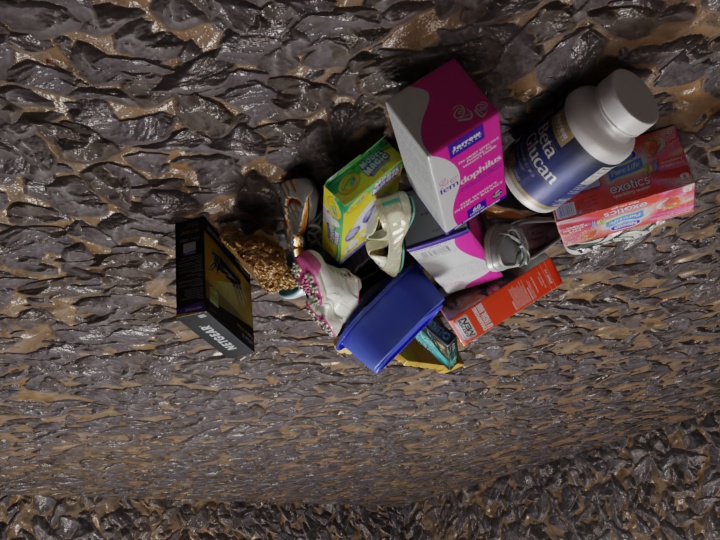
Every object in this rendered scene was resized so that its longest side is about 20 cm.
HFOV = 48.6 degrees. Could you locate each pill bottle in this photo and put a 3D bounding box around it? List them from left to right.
[{"bbox_3d":[0.287,-0.171,1.050,0.110,0.112,0.200,9,150,-30],"label":"pill bottle"}]

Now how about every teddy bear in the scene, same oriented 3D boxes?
[{"bbox_3d":[-0.152,-0.021,1.243,0.067,0.145,0.200,-46,159,-10],"label":"teddy bear"}]

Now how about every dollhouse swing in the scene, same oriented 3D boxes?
[{"bbox_3d":[0.066,0.179,1.661,0.198,0.183,0.176,12,128,-36],"label":"dollhouse swing"}]

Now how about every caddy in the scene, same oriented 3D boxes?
[{"bbox_3d":[0.045,0.071,1.295,0.200,0.105,0.141,-45,168,-6],"label":"caddy"}]

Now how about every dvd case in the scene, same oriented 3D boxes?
[{"bbox_3d":[0.000,0.000,1.284,0.199,0.016,0.149,-34,143,-10],"label":"dvd case"}]

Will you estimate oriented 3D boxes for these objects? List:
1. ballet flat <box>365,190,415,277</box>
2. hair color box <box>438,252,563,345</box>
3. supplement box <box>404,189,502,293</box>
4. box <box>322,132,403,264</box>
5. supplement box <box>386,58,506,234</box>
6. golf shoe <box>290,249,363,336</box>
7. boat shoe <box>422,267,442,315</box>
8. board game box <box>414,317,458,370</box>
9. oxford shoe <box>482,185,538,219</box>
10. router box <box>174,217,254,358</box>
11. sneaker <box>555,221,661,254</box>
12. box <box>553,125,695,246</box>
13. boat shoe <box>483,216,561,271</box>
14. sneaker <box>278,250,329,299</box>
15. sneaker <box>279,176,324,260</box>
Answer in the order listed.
[{"bbox_3d":[0.034,-0.051,1.170,0.062,0.068,0.201,-12,151,-12],"label":"ballet flat"},{"bbox_3d":[0.231,0.031,1.370,0.199,0.111,0.064,-34,116,2],"label":"hair color box"},{"bbox_3d":[0.146,-0.052,1.266,0.100,0.105,0.200,-17,151,18],"label":"supplement box"},{"bbox_3d":[0.002,-0.101,1.128,0.117,0.048,0.201,-40,161,-19],"label":"box"},{"bbox_3d":[0.113,-0.151,1.009,0.101,0.104,0.200,-32,152,-2],"label":"supplement box"},{"bbox_3d":[-0.046,0.018,1.197,0.091,0.075,0.201,-40,152,-15],"label":"golf shoe"},{"bbox_3d":[0.122,0.022,1.454,0.073,0.067,0.201,-17,150,1],"label":"boat shoe"},{"bbox_3d":[0.098,0.090,1.467,0.028,0.200,0.136,-44,156,-12],"label":"board game box"},{"bbox_3d":[0.192,-0.110,1.200,0.071,0.072,0.199,-23,152,37],"label":"oxford shoe"},{"bbox_3d":[-0.230,0.033,1.273,0.052,0.159,0.200,-12,155,10],"label":"router box"},{"bbox_3d":[0.410,-0.084,1.315,0.199,0.067,0.090,-23,153,34],"label":"sneaker"},{"bbox_3d":[0.383,-0.123,1.189,0.198,0.104,0.095,-17,154,15],"label":"box"},{"bbox_3d":[0.260,-0.048,1.267,0.064,0.075,0.201,-8,-174,41],"label":"boat shoe"},{"bbox_3d":[-0.044,0.004,1.358,0.130,0.081,0.199,16,147,-37],"label":"sneaker"},{"bbox_3d":[-0.074,-0.082,1.190,0.076,0.079,0.200,-17,160,-12],"label":"sneaker"}]
